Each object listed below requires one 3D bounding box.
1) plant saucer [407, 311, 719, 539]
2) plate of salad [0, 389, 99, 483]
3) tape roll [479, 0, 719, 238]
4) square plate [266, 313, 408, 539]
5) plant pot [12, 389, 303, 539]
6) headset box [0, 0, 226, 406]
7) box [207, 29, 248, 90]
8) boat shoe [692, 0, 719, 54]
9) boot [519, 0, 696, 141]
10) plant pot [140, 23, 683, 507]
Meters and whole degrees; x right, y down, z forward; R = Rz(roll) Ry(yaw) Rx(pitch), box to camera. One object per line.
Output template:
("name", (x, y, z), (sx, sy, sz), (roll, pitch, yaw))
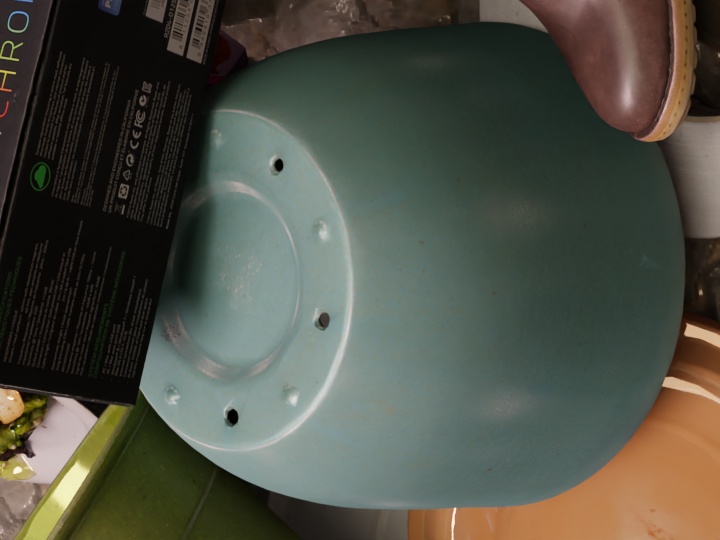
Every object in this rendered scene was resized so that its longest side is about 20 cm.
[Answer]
("plant saucer", (0.117, 0.116, 0.911), (0.198, 0.032, 0.202), (2, 100, 13))
("plate of salad", (-0.212, 0.069, 1.015), (0.199, 0.200, 0.048), (3, 64, 26))
("tape roll", (0.151, -0.115, 0.876), (0.199, 0.066, 0.202), (3, 98, 26))
("square plate", (0.040, 0.114, 0.977), (0.197, 0.028, 0.202), (17, 103, 25))
("plant pot", (-0.068, 0.173, 0.903), (0.189, 0.200, 0.201), (34, 111, -8))
("headset box", (-0.164, -0.057, 0.783), (0.199, 0.093, 0.176), (12, 88, 35))
("box", (-0.165, -0.093, 0.888), (0.199, 0.039, 0.137), (35, 86, 1))
("boat shoe", (0.155, -0.120, 0.802), (0.201, 0.068, 0.072), (57, 152, 29))
("boot", (0.025, -0.129, 0.788), (0.072, 0.165, 0.201), (-53, 52, 59))
("plant pot", (0.000, 0.000, 0.834), (0.199, 0.160, 0.203), (2, 93, 41))
